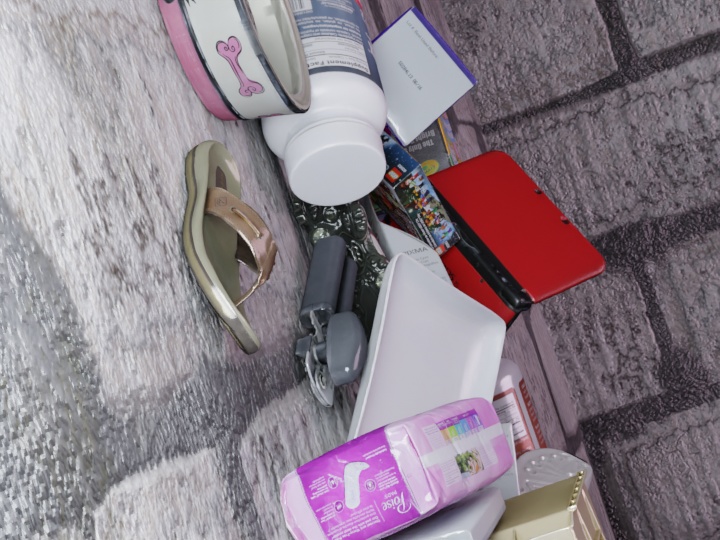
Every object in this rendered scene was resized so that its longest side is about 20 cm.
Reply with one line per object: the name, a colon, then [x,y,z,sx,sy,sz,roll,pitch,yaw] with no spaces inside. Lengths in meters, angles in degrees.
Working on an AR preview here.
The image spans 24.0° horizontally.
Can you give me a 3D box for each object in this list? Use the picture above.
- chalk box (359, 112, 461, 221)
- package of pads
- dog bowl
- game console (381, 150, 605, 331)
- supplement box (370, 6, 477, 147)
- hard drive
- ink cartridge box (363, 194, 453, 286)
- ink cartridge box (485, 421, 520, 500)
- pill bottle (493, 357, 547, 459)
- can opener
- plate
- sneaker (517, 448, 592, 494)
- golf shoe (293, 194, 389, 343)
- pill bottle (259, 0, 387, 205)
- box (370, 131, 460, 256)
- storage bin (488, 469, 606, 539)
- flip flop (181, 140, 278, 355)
chalk box: [0.047,-0.124,1.922,0.124,0.123,0.202,18,55,-79]
package of pads: [0.031,0.156,1.301,0.076,0.120,0.200,65,21,7]
dog bowl: [-0.111,-0.217,1.429,0.200,0.073,0.202,-19,90,-80]
game console: [0.126,-0.008,1.792,0.118,0.173,0.200,5,38,-48]
supplement box: [0.037,-0.189,1.752,0.101,0.103,0.200,49,-4,-4]
hard drive: [0.039,0.212,1.310,0.200,0.131,0.027,-6,77,-79]
ink cartridge box: [0.050,0.025,1.700,0.161,0.047,0.201,88,-14,-46]
ink cartridge box: [0.116,0.192,1.716,0.200,0.043,0.175,104,-17,-64]
pill bottle: [0.147,0.173,1.964,0.112,0.111,0.202,-43,114,-78]
can opener: [-0.016,0.039,1.487,0.201,0.066,0.054,-81,149,-53]
plate: [0.054,0.109,1.498,0.200,0.032,0.201,32,66,-50]
sneaker: [0.179,0.291,1.875,0.200,0.080,0.148,-24,135,-57]
golf shoe: [0.000,0.000,1.624,0.088,0.077,0.202,-65,136,-82]
pill bottle: [-0.039,-0.165,1.567,0.120,0.119,0.201,55,18,-55]
box: [0.012,-0.112,1.734,0.200,0.038,0.137,46,-7,38]
storage bin: [0.108,0.255,1.403,0.198,0.198,0.094,-18,88,-79]
flip flop: [-0.091,-0.026,1.253,0.201,0.057,0.081,-97,164,-46]
